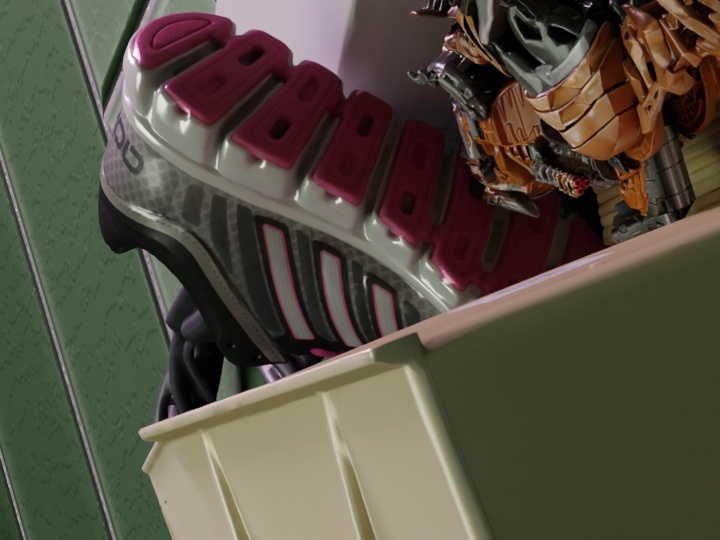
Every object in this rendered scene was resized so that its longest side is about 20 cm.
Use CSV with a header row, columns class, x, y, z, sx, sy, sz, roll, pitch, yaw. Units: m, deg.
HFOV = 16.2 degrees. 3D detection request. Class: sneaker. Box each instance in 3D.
class,x,y,z,sx,sy,sz,roll,pitch,yaw
sneaker,0.000,0.000,0.807,0.088,0.199,0.074,-52,10,41

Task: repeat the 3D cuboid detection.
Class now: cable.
class,x,y,z,sx,sy,sz,roll,pitch,yaw
cable,-0.044,0.082,1.136,0.164,0.051,0.200,66,154,17

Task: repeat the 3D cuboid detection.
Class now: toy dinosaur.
class,x,y,z,sx,sy,sz,roll,pitch,yaw
toy dinosaur,0.068,-0.077,0.703,0.200,0.102,0.136,-28,88,49

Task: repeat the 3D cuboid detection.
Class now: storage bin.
class,x,y,z,sx,sy,sz,roll,pitch,yaw
storage bin,0.070,0.040,0.587,0.094,0.199,0.198,68,158,1

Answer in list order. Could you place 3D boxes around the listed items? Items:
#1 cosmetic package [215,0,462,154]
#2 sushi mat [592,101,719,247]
class,x,y,z,sx,sy,sz,roll,pitch,yaw
cosmetic package,0.005,-0.087,0.864,0.201,0.081,0.113,98,153,-43
sushi mat,0.108,-0.052,0.716,0.200,0.012,0.096,151,107,-67
